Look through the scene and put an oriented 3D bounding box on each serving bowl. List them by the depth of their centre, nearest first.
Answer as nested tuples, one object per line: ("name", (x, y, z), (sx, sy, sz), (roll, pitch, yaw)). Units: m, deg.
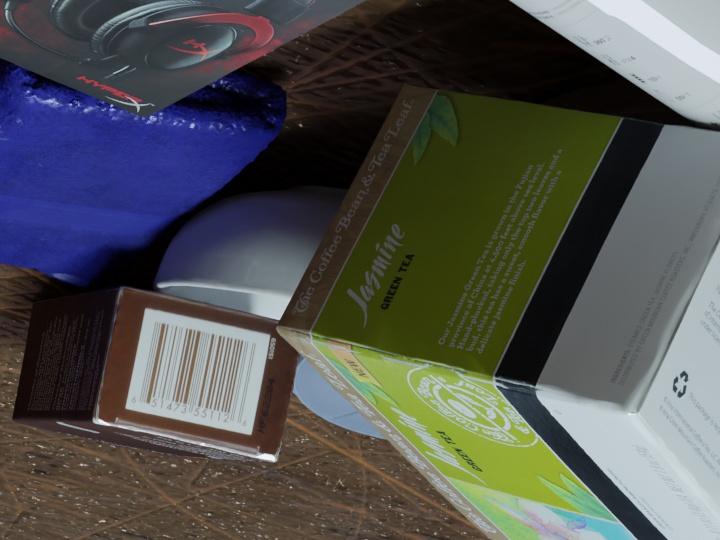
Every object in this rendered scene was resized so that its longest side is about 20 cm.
("serving bowl", (0.000, 0.000, 1.472), (0.199, 0.066, 0.200), (12, 174, 1))

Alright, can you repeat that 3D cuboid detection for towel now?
("towel", (-0.141, -0.054, 1.416), (0.147, 0.050, 0.200), (6, 155, -31))

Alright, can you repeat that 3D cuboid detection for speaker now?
("speaker", (0.126, -0.110, 1.187), (0.199, 0.082, 0.081), (30, 144, -25))

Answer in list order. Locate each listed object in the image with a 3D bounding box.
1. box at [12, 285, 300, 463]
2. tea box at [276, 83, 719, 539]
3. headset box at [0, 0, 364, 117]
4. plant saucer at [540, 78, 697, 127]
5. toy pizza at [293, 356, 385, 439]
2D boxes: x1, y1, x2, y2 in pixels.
("box", (-0.109, 0.055, 1.538), (0.100, 0.075, 0.200), (13, 175, -16))
("tea box", (0.109, 0.036, 1.284), (0.196, 0.134, 0.200), (12, 156, 41))
("headset box", (-0.077, -0.147, 1.166), (0.148, 0.075, 0.199), (22, 148, -39))
("plant saucer", (0.147, -0.044, 1.451), (0.199, 0.030, 0.200), (0, 155, 0))
("toy pizza", (0.057, 0.050, 1.658), (0.199, 0.032, 0.200), (1, 156, 0))
